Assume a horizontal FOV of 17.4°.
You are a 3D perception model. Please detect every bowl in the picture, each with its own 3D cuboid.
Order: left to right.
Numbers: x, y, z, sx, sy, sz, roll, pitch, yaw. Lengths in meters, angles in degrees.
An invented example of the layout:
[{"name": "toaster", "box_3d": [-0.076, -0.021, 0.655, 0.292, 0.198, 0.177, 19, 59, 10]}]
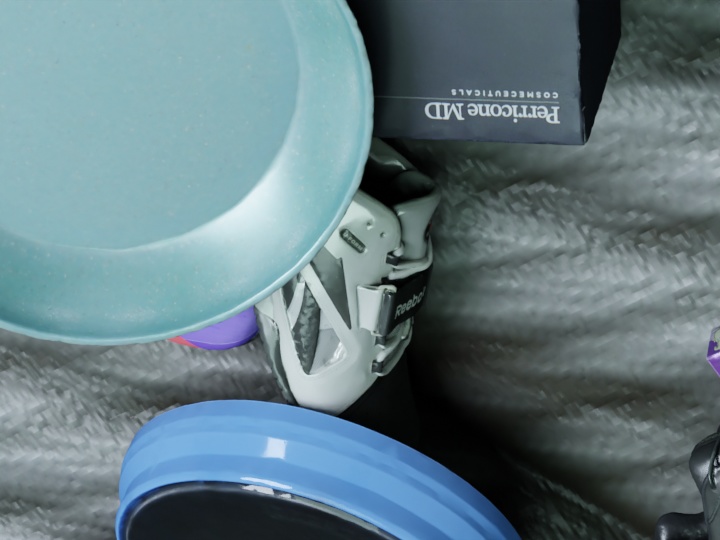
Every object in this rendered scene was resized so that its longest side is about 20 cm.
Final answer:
[{"name": "bowl", "box_3d": [-0.020, 0.133, 1.069, 0.199, 0.040, 0.201, 15, 146, 11]}]

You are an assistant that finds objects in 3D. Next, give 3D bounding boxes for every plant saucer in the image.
[{"name": "plant saucer", "box_3d": [-0.095, -0.064, 0.875, 0.198, 0.036, 0.201, -3, 124, -5]}]

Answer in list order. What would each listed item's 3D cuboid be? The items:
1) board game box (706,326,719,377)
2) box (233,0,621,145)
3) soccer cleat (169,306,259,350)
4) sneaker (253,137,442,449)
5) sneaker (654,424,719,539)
[{"name": "board game box", "box_3d": [0.254, 0.081, 1.020, 0.120, 0.032, 0.200, -29, 109, 32]}, {"name": "box", "box_3d": [-0.004, -0.155, 0.904, 0.198, 0.104, 0.184, 4, 120, 13]}, {"name": "soccer cleat", "box_3d": [-0.137, -0.008, 1.043, 0.199, 0.073, 0.069, 27, 123, -1]}, {"name": "sneaker", "box_3d": [0.000, 0.000, 1.011, 0.088, 0.074, 0.201, -12, 116, 23]}, {"name": "sneaker", "box_3d": [0.189, 0.084, 0.983, 0.090, 0.076, 0.201, 34, 121, 3]}]
